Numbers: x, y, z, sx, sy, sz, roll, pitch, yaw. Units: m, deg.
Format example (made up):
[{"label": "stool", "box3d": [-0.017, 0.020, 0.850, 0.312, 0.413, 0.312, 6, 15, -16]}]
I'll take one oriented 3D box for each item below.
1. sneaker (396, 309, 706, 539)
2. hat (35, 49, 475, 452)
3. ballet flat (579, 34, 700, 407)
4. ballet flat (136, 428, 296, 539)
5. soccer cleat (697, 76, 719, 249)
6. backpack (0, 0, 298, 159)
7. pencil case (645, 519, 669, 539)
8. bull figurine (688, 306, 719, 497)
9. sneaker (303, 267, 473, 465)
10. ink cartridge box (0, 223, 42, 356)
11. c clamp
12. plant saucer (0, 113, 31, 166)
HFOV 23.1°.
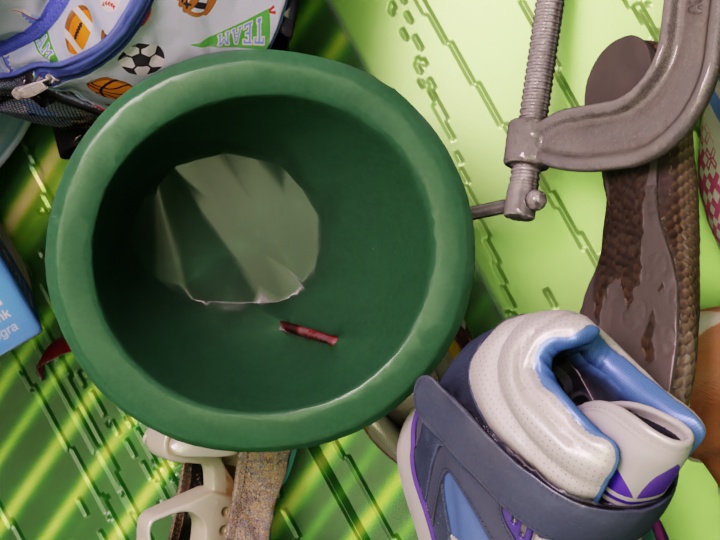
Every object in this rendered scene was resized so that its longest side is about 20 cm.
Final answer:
[{"label": "sneaker", "box3d": [0.088, 0.114, 0.684, 0.080, 0.146, 0.201, -12, 73, -29]}, {"label": "hat", "box3d": [-0.058, -0.017, 0.794, 0.199, 0.176, 0.167, -2, 98, -4]}, {"label": "ballet flat", "box3d": [0.126, -0.007, 0.757, 0.067, 0.046, 0.201, -25, 55, 47]}, {"label": "ballet flat", "box3d": [-0.070, 0.102, 0.830, 0.067, 0.068, 0.201, 5, 94, -32]}, {"label": "soccer cleat", "box3d": [0.181, -0.076, 0.775, 0.069, 0.086, 0.201, -6, 92, 10]}, {"label": "backpack", "box3d": [-0.107, -0.156, 0.756, 0.190, 0.154, 0.201, 1, 87, 45]}, {"label": "pencil case", "box3d": [0.056, 0.170, 0.810, 0.199, 0.085, 0.093, -23, 52, 11]}, {"label": "bull figurine", "box3d": [0.181, 0.053, 0.776, 0.199, 0.065, 0.122, -22, 112, 33]}, {"label": "sneaker", "box3d": [0.000, 0.000, 0.808, 0.075, 0.090, 0.201, -32, 89, 9]}, {"label": "ink cartridge box", "box3d": [-0.226, -0.052, 0.772, 0.084, 0.145, 0.201, -29, 107, -6]}, {"label": "c clamp", "box3d": [0.098, -0.116, 0.782, 0.027, 0.170, 0.201, 17, 82, -34]}, {"label": "plant saucer", "box3d": [-0.249, -0.119, 0.847, 0.199, 0.036, 0.201, -3, 102, -12]}]
